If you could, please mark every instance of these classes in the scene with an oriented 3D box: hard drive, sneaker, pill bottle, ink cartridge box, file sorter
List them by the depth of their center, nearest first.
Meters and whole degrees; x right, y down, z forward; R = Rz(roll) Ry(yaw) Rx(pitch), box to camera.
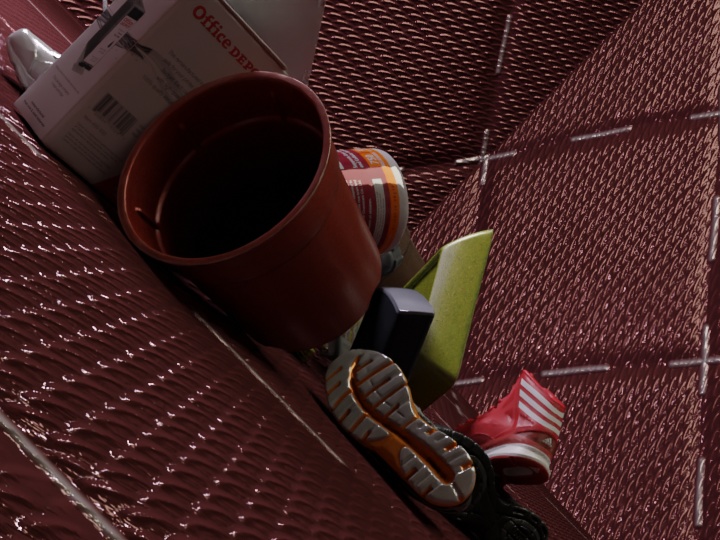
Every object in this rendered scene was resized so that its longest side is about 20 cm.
[{"bbox_3d":[-0.187,-0.165,1.439,0.147,0.200,0.083,44,1,-45],"label":"ink cartridge box"},{"bbox_3d":[0.035,0.157,1.493,0.200,0.078,0.077,50,-9,29],"label":"sneaker"},{"bbox_3d":[-0.149,-0.265,1.542,0.139,0.200,0.125,105,-23,-44],"label":"file sorter"},{"bbox_3d":[-0.265,-0.178,1.577,0.200,0.099,0.078,46,2,6],"label":"sneaker"},{"bbox_3d":[-0.061,-0.063,1.602,0.200,0.113,0.113,-7,36,-32],"label":"pill bottle"},{"bbox_3d":[0.110,0.231,1.648,0.200,0.076,0.091,52,-11,-26],"label":"sneaker"},{"bbox_3d":[0.152,0.172,1.716,0.078,0.116,0.200,42,-27,-28],"label":"sneaker"},{"bbox_3d":[0.027,0.083,1.748,0.042,0.135,0.200,21,3,-10],"label":"hard drive"}]

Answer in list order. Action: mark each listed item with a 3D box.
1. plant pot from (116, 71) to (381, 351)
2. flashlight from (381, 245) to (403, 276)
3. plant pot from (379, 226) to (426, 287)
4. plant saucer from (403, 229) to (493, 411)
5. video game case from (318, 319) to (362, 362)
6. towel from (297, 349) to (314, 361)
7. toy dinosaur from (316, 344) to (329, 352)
[{"bbox_3d":[-0.083,-0.038,1.415,0.201,0.201,0.195,47,-6,39],"label":"plant pot"},{"bbox_3d":[0.000,0.000,1.733,0.200,0.068,0.068,-34,107,-68],"label":"flashlight"},{"bbox_3d":[0.024,0.032,2.260,0.198,0.200,0.200,52,-1,-22],"label":"plant pot"},{"bbox_3d":[0.076,0.065,1.833,0.048,0.200,0.200,21,-27,-10],"label":"plant saucer"},{"bbox_3d":[-0.012,0.014,1.907,0.023,0.200,0.182,6,-8,9],"label":"video game case"},{"bbox_3d":[-0.128,0.020,1.646,0.200,0.018,0.086,44,-1,-35],"label":"towel"},{"bbox_3d":[-0.075,-0.009,1.697,0.088,0.047,0.200,16,65,-60],"label":"toy dinosaur"}]
